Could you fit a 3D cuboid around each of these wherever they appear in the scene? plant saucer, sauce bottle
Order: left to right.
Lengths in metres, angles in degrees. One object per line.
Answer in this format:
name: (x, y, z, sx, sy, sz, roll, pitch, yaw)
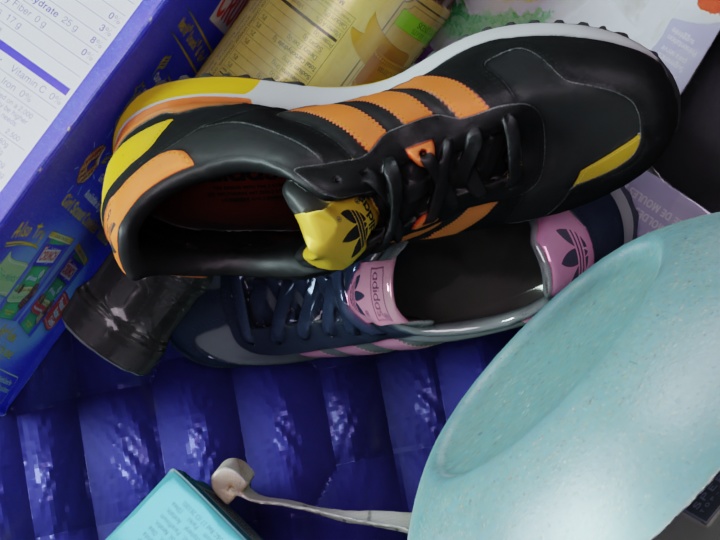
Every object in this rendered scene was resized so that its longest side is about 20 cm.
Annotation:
sauce bottle: (-0.038, -0.051, 0.875, 0.065, 0.065, 0.200, 39, 99, 10)
plant saucer: (0.074, 0.041, 0.770, 0.039, 0.201, 0.201, 43, 87, -10)

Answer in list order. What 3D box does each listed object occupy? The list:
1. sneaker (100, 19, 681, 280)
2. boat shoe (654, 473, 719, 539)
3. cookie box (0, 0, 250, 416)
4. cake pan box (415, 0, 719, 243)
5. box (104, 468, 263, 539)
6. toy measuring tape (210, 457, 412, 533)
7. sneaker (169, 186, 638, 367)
sneaker: (0.010, -0.028, 0.791, 0.200, 0.090, 0.070, -6, 121, 7)
boat shoe: (0.130, 0.039, 0.814, 0.070, 0.072, 0.201, 35, 104, -29)
cookie box: (-0.120, -0.053, 0.885, 0.075, 0.171, 0.200, 35, 85, 8)
cake pan box: (0.117, -0.086, 0.889, 0.200, 0.052, 0.184, 36, 117, 10)
box: (-0.116, 0.166, 0.893, 0.049, 0.082, 0.200, 43, 86, 12)
toy measuring tape: (0.046, 0.073, 0.894, 0.200, 0.074, 0.074, 11, 82, 3)
sneaker: (0.000, 0.000, 0.886, 0.200, 0.082, 0.070, -15, 99, 23)
